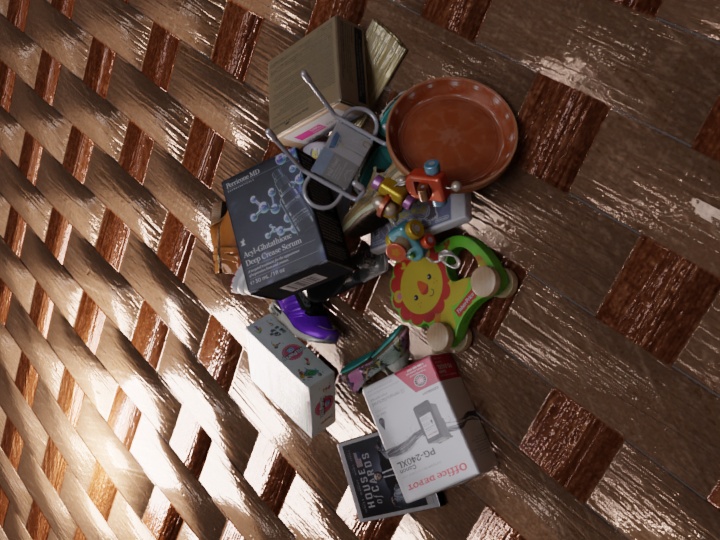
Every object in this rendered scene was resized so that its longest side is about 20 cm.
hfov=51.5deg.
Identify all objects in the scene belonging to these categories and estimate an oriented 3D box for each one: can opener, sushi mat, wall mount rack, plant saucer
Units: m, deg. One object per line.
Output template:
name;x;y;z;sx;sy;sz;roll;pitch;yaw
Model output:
can opener;0.000;0.000;1.339;0.200;0.067;0.054;-28;75;53
sushi mat;0.004;-0.336;1.329;0.096;0.012;0.201;50;123;28
wall mount rack;-0.047;-0.202;1.149;0.201;0.173;0.075;-63;5;-22
plant saucer;0.137;-0.204;1.133;0.201;0.199;0.032;59;169;21

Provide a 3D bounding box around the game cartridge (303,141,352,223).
game cartridge;-0.066;-0.162;1.337;0.200;0.041;0.134;-151;70;-64

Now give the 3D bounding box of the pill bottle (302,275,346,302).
pill bottle;-0.113;-0.037;1.338;0.200;0.111;0.112;46;121;35

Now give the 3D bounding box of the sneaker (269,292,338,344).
sneaker;-0.103;0.064;1.402;0.200;0.069;0.100;32;107;46

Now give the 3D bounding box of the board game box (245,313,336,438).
board game box;-0.134;0.199;1.421;0.200;0.064;0.148;38;143;35

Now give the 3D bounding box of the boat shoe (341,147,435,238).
boat shoe;0.041;-0.134;1.197;0.200;0.072;0.076;-38;70;16

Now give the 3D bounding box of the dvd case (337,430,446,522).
dvd case;0.051;0.360;1.331;0.199;0.025;0.151;-27;75;39

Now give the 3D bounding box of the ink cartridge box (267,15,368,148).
ink cartridge box;-0.079;-0.332;1.338;0.199;0.075;0.166;-17;72;44

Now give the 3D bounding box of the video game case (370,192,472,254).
video game case;0.094;-0.137;1.219;0.199;0.023;0.184;-20;60;41

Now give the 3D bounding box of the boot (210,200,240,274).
boot;-0.245;-0.069;1.526;0.199;0.073;0.156;-5;85;56

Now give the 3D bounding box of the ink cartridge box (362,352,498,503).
ink cartridge box;0.112;0.256;1.215;0.145;0.083;0.201;-31;72;26

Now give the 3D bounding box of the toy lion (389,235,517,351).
toy lion;0.134;0.021;1.216;0.200;0.068;0.192;-54;52;30

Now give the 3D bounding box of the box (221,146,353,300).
box;-0.119;-0.073;1.218;0.148;0.107;0.201;-22;74;19

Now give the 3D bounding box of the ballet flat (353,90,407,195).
ballet flat;0.043;-0.212;1.244;0.072;0.072;0.201;35;98;34

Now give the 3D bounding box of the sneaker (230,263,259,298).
sneaker;-0.177;-0.032;1.473;0.088;0.081;0.201;25;101;9

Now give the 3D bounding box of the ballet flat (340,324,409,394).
ballet flat;0.039;0.162;1.307;0.071;0.069;0.200;48;133;-1

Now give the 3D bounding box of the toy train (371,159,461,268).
toy train;0.081;-0.073;1.107;0.149;0.056;0.201;16;139;31
